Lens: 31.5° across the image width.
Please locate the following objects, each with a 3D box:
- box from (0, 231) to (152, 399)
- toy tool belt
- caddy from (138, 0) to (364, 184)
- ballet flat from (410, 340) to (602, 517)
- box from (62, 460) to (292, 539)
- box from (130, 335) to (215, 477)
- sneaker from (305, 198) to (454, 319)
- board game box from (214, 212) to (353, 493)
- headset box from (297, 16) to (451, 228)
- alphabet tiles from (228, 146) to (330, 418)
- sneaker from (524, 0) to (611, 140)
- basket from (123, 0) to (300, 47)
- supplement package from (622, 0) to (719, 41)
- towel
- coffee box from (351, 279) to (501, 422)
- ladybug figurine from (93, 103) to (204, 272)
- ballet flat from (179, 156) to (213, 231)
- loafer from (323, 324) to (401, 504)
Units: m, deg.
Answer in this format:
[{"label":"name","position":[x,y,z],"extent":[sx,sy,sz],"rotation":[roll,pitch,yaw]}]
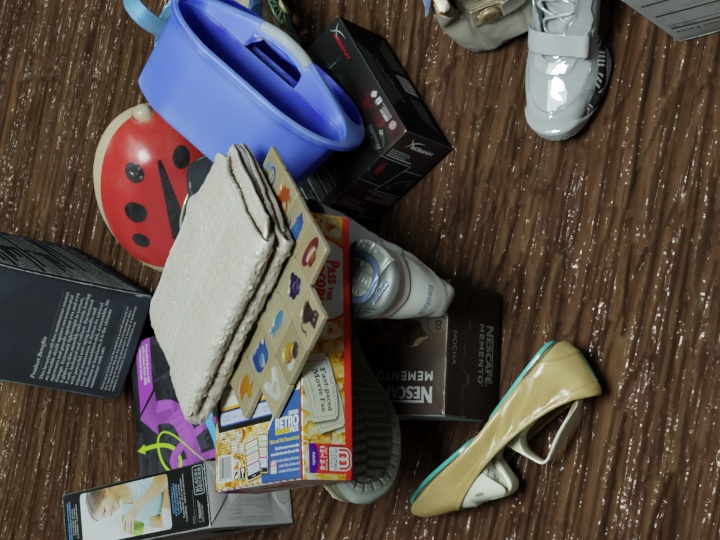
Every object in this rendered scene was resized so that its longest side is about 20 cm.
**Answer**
[{"label":"box","position":[-0.360,0.036,1.330],"extent":[0.200,0.198,0.124],"rotation":[25,97,51]},{"label":"toy tool belt","position":[0.081,-0.294,1.102],"extent":[0.124,0.123,0.201],"rotation":[-25,66,33]},{"label":"caddy","position":[-0.088,-0.157,1.084],"extent":[0.200,0.141,0.105],"rotation":[41,117,0]},{"label":"ballet flat","position":[0.117,0.145,1.028],"extent":[0.063,0.069,0.200],"rotation":[46,112,20]},{"label":"box","position":[-0.176,0.227,1.218],"extent":[0.199,0.116,0.061],"rotation":[-17,73,34]},{"label":"box","position":[-0.148,0.118,1.267],"extent":[0.199,0.036,0.144],"rotation":[-21,69,34]},{"label":"sneaker","position":[0.000,0.000,1.043],"extent":[0.200,0.087,0.075],"rotation":[38,108,55]},{"label":"board game box","position":[-0.064,0.070,1.004],"extent":[0.151,0.046,0.202],"rotation":[-20,67,56]},{"label":"headset box","position":[-0.034,-0.109,1.191],"extent":[0.200,0.075,0.149],"rotation":[-42,58,25]},{"label":"alphabet tiles","position":[-0.077,0.009,0.987],"extent":[0.167,0.006,0.200],"rotation":[-63,36,29]},{"label":"sneaker","position":[0.156,-0.212,1.026],"extent":[0.075,0.115,0.201],"rotation":[11,88,32]},{"label":"basket","position":[-0.153,-0.246,1.224],"extent":[0.139,0.199,0.177],"rotation":[-46,42,25]},{"label":"supplement package","position":[0.278,-0.297,0.950],"extent":[0.155,0.111,0.202],"rotation":[-11,74,37]},{"label":"towel","position":[-0.117,0.010,1.014],"extent":[0.201,0.034,0.133],"rotation":[-63,35,30]},{"label":"coffee box","position":[0.018,0.072,1.110],"extent":[0.199,0.080,0.114],"rotation":[-3,79,39]},{"label":"ladybug figurine","position":[-0.186,-0.071,1.240],"extent":[0.135,0.201,0.072],"rotation":[-21,41,-5]},{"label":"ballet flat","position":[-0.137,-0.012,1.194],"extent":[0.073,0.073,0.202],"rotation":[11,107,40]},{"label":"loafer","position":[-0.024,0.107,1.049],"extent":[0.070,0.075,0.201],"rotation":[-56,41,43]}]
